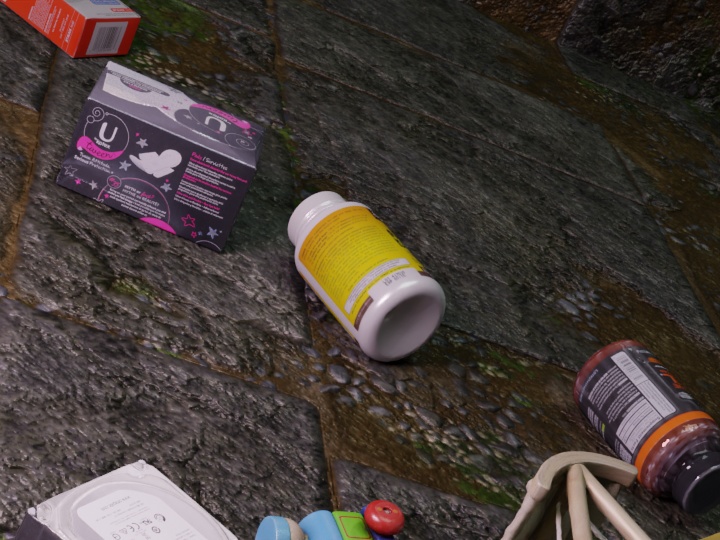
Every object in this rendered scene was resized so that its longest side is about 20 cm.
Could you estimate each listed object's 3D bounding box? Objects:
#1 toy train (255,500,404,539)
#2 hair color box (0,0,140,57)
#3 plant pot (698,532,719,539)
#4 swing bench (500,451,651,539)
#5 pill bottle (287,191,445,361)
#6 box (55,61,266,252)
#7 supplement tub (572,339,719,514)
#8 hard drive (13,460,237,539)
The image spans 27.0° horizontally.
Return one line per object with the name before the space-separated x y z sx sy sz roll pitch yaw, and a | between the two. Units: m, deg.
toy train | -0.006 0.265 1.162 0.115 0.085 0.201 8 30 -25
hair color box | -0.403 -0.363 2.002 0.199 0.064 0.111 37 27 22
plant pot | 0.353 0.328 1.284 0.199 0.197 0.193 36 25 34
swing bench | 0.151 0.273 1.160 0.129 0.200 0.201 15 27 -25
pill bottle | 0.000 0.000 1.648 0.109 0.110 0.200 4 34 -42
box | -0.218 -0.131 1.674 0.198 0.115 0.132 23 25 -9
supplement tub | 0.326 0.175 1.647 0.106 0.108 0.200 7 32 -37
hard drive | -0.131 0.222 1.070 0.199 0.038 0.139 38 24 19
